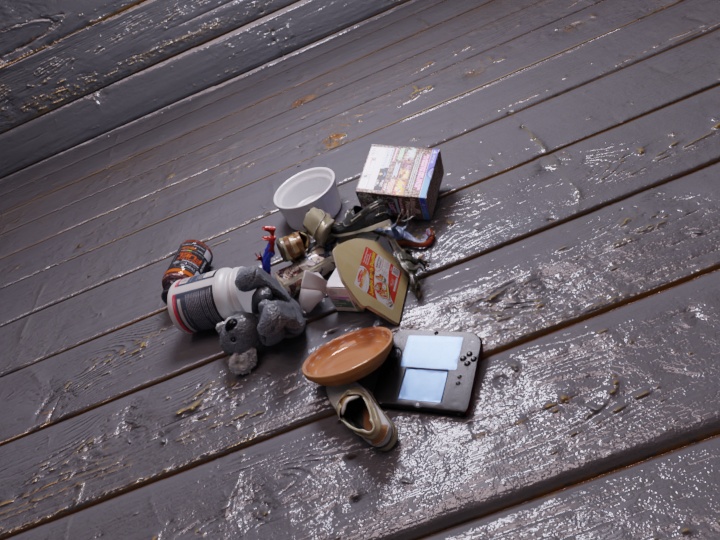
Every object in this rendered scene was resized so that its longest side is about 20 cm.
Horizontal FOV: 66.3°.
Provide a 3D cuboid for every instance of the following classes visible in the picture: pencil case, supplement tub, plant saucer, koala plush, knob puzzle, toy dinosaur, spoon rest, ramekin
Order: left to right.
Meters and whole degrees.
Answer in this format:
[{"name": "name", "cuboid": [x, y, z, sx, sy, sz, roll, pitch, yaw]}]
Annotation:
[{"name": "supplement tub", "cuboid": [-0.498, 0.012, 1.574, 0.105, 0.108, 0.202, -11, 40, 17]}, {"name": "supplement tub", "cuboid": [-0.373, 0.074, 1.401, 0.196, 0.142, 0.142, -13, 38, 15]}, {"name": "koala plush", "cuboid": [-0.243, 0.130, 1.269, 0.199, 0.184, 0.178, -40, 58, 7]}, {"name": "ramekin", "cuboid": [-0.152, -0.209, 1.646, 0.196, 0.099, 0.203, -15, 38, 12]}, {"name": "pencil case", "cuboid": [-0.123, -0.006, 1.400, 0.198, 0.079, 0.089, -30, -3, -8]}, {"name": "spoon rest", "cuboid": [-0.110, 0.045, 1.278, 0.059, 0.200, 0.102, 12, 78, -4]}, {"name": "plant saucer", "cuboid": [-0.021, 0.177, 1.118, 0.196, 0.038, 0.200, -21, 14, 5]}, {"name": "knob puzzle", "cuboid": [0.016, 0.011, 1.244, 0.030, 0.218, 0.222, -42, 21, 42]}, {"name": "toy dinosaur", "cuboid": [0.097, -0.094, 1.414, 0.181, 0.202, 0.104, 39, 41, 18]}, {"name": "toy dinosaur", "cuboid": [0.109, -0.026, 1.292, 0.087, 0.048, 0.202, -2, 50, -44]}]

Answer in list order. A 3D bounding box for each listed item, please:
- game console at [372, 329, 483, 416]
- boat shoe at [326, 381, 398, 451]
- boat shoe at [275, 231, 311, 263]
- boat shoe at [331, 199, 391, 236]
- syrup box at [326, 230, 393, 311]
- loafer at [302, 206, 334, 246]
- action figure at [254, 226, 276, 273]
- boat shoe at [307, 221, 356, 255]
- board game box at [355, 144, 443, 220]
[{"name": "game console", "cuboid": [0.132, 0.192, 1.069, 0.196, 0.031, 0.179, -2, 43, 29]}, {"name": "boat shoe", "cuboid": [-0.009, 0.253, 1.033, 0.075, 0.068, 0.199, -54, 41, -7]}, {"name": "boat shoe", "cuboid": [-0.162, -0.064, 1.432, 0.073, 0.077, 0.200, -26, 6, 4]}, {"name": "boat shoe", "cuboid": [-0.006, -0.127, 1.359, 0.071, 0.069, 0.198, -29, 12, -40]}, {"name": "syrup box", "cuboid": [0.000, 0.000, 1.327, 0.077, 0.082, 0.202, 0, 44, 33]}, {"name": "loafer", "cuboid": [-0.112, -0.116, 1.406, 0.077, 0.067, 0.200, -63, 12, 8]}, {"name": "action figure", "cuboid": [-0.240, -0.013, 1.395, 0.050, 0.203, 0.066, -3, 39, -15]}, {"name": "boat shoe", "cuboid": [-0.062, -0.097, 1.485, 0.198, 0.073, 0.063, -35, 37, -3]}, {"name": "board game box", "cuboid": [0.107, -0.237, 1.472, 0.196, 0.097, 0.162, 9, 64, 21]}]
